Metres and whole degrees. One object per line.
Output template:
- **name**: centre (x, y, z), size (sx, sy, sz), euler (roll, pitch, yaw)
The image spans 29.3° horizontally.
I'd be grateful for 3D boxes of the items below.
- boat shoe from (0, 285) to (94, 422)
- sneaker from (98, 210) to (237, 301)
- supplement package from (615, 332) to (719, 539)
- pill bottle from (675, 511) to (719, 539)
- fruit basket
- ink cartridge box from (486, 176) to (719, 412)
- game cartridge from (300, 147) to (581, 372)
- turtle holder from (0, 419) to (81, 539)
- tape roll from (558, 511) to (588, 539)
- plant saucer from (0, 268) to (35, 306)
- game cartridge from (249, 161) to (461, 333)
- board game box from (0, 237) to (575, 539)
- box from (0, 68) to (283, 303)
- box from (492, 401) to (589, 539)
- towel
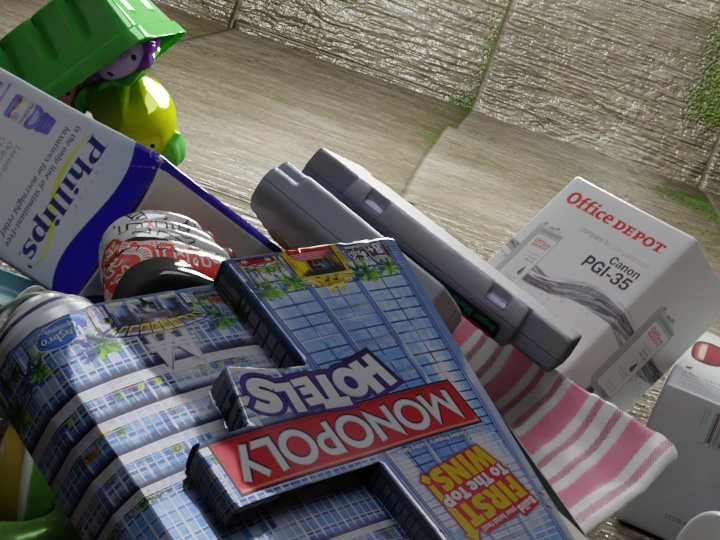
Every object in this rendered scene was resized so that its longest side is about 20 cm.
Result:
- **boat shoe**: centre (-0.177, 0.044, 0.750), size (0.067, 0.073, 0.200), euler (54, -19, 11)
- **sneaker**: centre (-0.055, 0.025, 0.786), size (0.201, 0.067, 0.108), euler (21, 15, -29)
- **supplement package**: centre (0.274, 0.130, 1.047), size (0.113, 0.110, 0.200), euler (22, 16, 13)
- **pill bottle**: centre (0.281, 0.202, 0.790), size (0.199, 0.120, 0.120), euler (14, 16, -14)
- **fruit basket**: centre (-0.268, -0.182, 1.439), size (0.215, 0.216, 0.156), euler (21, 15, 9)
- **ink cartridge box**: centre (0.152, 0.041, 1.036), size (0.146, 0.200, 0.083), euler (37, -12, 51)
- **game cartridge**: centre (0.054, -0.005, 0.900), size (0.200, 0.038, 0.130), euler (38, 10, 11)
- **turtle holder**: centre (-0.118, 0.112, 0.660), size (0.131, 0.141, 0.186), euler (12, 48, 42)
- **tape roll**: centre (0.059, 0.157, 0.637), size (0.202, 0.037, 0.203), euler (32, 23, -16)
- **plant saucer**: centre (-0.229, 0.030, 0.989), size (0.199, 0.019, 0.070), euler (20, 16, 3)
- **game cartridge**: centre (0.000, 0.000, 0.827), size (0.133, 0.042, 0.200), euler (43, -3, 4)
- **board game box**: centre (-0.011, 0.082, 0.556), size (0.200, 0.062, 0.200), euler (-10, 48, -44)
- **box**: centre (-0.172, -0.030, 0.912), size (0.200, 0.105, 0.184), euler (29, -5, 32)
- **box**: centre (0.026, 0.125, 0.799), size (0.160, 0.044, 0.200), euler (1, 33, -28)
- **towel**: centre (0.085, 0.110, 0.903), size (0.146, 0.030, 0.200), euler (-35, 44, -23)
